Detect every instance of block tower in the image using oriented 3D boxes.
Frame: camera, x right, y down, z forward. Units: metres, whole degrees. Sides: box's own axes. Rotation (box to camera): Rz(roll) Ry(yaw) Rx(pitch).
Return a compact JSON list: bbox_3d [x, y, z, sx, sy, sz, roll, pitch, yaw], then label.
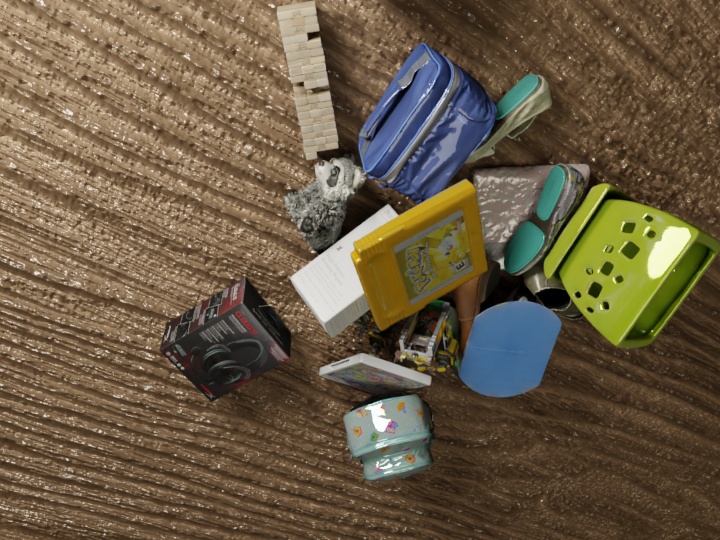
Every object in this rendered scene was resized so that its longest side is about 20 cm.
[{"bbox_3d":[-0.070,-0.264,0.862,0.056,0.055,0.204,-8,125,0],"label":"block tower"}]

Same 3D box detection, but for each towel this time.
[{"bbox_3d":[0.274,-0.085,1.038,0.193,0.033,0.196,-4,123,-6],"label":"towel"}]

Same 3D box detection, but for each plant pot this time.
[{"bbox_3d":[0.418,-0.015,0.974,0.196,0.181,0.203,7,120,-50],"label":"plant pot"}]

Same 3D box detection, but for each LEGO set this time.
[{"bbox_3d":[0.072,0.124,1.050,0.195,0.117,0.156,17,139,17],"label":"LEGO set"}]

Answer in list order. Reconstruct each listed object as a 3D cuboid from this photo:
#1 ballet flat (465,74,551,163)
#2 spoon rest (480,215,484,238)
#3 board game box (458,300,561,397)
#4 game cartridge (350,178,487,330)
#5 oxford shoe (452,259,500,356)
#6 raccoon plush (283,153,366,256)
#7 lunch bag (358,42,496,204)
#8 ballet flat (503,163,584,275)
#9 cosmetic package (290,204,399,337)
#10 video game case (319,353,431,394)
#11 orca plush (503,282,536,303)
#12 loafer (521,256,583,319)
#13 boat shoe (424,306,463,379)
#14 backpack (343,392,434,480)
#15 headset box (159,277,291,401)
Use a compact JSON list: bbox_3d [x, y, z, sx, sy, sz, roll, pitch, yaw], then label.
[{"bbox_3d":[0.203,-0.209,0.928,0.198,0.068,0.062,-35,131,16],"label":"ballet flat"},{"bbox_3d":[0.127,-0.027,1.023,0.060,0.101,0.200,5,136,-48],"label":"spoon rest"},{"bbox_3d":[0.254,0.129,1.074,0.153,0.039,0.205,6,119,-7],"label":"board game box"},{"bbox_3d":[0.091,-0.016,0.903,0.197,0.033,0.178,-30,136,-7],"label":"game cartridge"},{"bbox_3d":[0.192,0.061,1.077,0.070,0.071,0.205,23,126,28],"label":"oxford shoe"},{"bbox_3d":[-0.038,-0.097,0.982,0.132,0.098,0.201,-34,153,-1],"label":"raccoon plush"},{"bbox_3d":[0.077,-0.202,0.870,0.130,0.137,0.201,27,117,-24],"label":"lunch bag"},{"bbox_3d":[0.302,-0.073,0.992,0.070,0.073,0.204,12,123,-15],"label":"ballet flat"},{"bbox_3d":[0.000,0.000,0.968,0.198,0.102,0.074,-38,156,-9],"label":"cosmetic package"},{"bbox_3d":[0.022,0.193,1.126,0.140,0.019,0.199,21,157,-19],"label":"video game case"},{"bbox_3d":[0.270,0.127,1.126,0.104,0.071,0.201,34,97,-40],"label":"orca plush"},{"bbox_3d":[0.345,0.048,1.090,0.074,0.071,0.198,-31,135,34],"label":"loafer"},{"bbox_3d":[0.167,0.136,1.153,0.061,0.072,0.202,7,141,40],"label":"boat shoe"},{"bbox_3d":[0.057,0.310,1.158,0.171,0.157,0.201,-14,152,4],"label":"backpack"},{"bbox_3d":[-0.225,0.120,1.082,0.196,0.078,0.150,-27,122,13],"label":"headset box"}]
